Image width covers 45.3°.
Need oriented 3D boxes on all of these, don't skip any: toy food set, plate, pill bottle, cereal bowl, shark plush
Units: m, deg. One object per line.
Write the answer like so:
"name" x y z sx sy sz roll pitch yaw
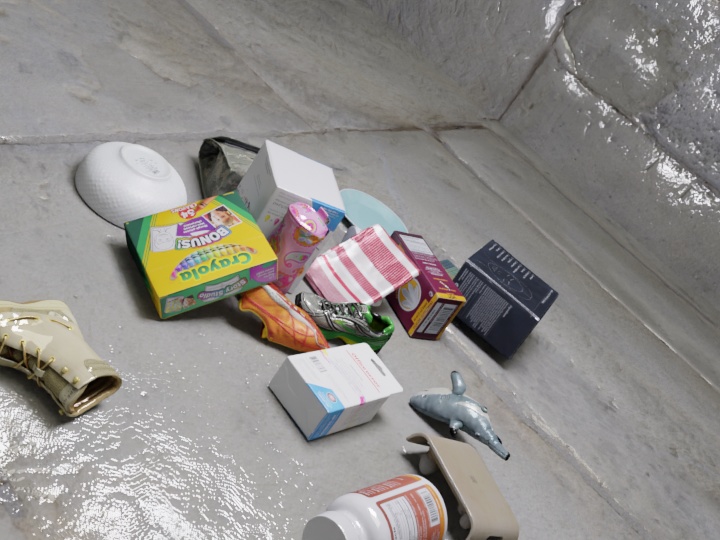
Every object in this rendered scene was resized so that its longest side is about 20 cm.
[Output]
"toy food set" 0.160 0.350 1.370 0.142 0.060 0.202 24 28 -47
"plate" 0.025 -0.114 1.979 0.197 0.026 0.202 27 28 -16
"pill bottle" 0.019 0.343 1.139 0.198 0.113 0.113 -1 44 -50
"cereal bowl" -0.387 -0.158 1.499 0.197 0.084 0.201 28 27 -15
"shark plush" 0.175 0.269 1.482 0.082 0.092 0.200 -16 50 -37

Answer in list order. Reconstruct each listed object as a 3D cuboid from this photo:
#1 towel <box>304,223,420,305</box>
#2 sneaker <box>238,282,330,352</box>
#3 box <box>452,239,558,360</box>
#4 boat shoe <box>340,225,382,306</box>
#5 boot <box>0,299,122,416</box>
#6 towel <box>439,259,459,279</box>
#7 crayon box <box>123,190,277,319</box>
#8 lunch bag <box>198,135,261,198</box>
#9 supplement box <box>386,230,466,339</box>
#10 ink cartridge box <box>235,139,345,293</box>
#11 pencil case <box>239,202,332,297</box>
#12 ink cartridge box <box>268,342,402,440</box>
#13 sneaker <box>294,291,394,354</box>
"towel" 0.000 0.000 1.654 0.198 0.023 0.145 -29 63 -24
"sneaker" -0.122 0.095 1.435 0.200 0.077 0.073 43 3 -19
"box" 0.303 0.058 1.872 0.196 0.125 0.199 38 27 12
"boat shoe" 0.003 -0.004 1.739 0.065 0.074 0.203 23 40 -29
"boot" -0.403 0.112 1.055 0.155 0.073 0.199 44 22 21
"towel" 0.229 0.054 1.957 0.200 0.022 0.146 46 28 21
"crayon box" -0.254 -0.030 1.376 0.197 0.059 0.173 -19 51 -22
"lunch bag" -0.225 -0.187 1.703 0.162 0.119 0.201 17 26 -32
"supplement box" 0.113 0.028 1.758 0.085 0.111 0.201 9 36 -40
"ink cartridge box" -0.146 -0.092 1.545 0.145 0.201 0.146 18 33 -30
"pencil case" -0.130 -0.023 1.452 0.086 0.201 0.088 29 28 -17
"ink cartridge box" -0.035 0.187 1.374 0.198 0.068 0.116 -4 47 -52
"sneaker" -0.028 0.078 1.529 0.197 0.085 0.079 21 41 -25
